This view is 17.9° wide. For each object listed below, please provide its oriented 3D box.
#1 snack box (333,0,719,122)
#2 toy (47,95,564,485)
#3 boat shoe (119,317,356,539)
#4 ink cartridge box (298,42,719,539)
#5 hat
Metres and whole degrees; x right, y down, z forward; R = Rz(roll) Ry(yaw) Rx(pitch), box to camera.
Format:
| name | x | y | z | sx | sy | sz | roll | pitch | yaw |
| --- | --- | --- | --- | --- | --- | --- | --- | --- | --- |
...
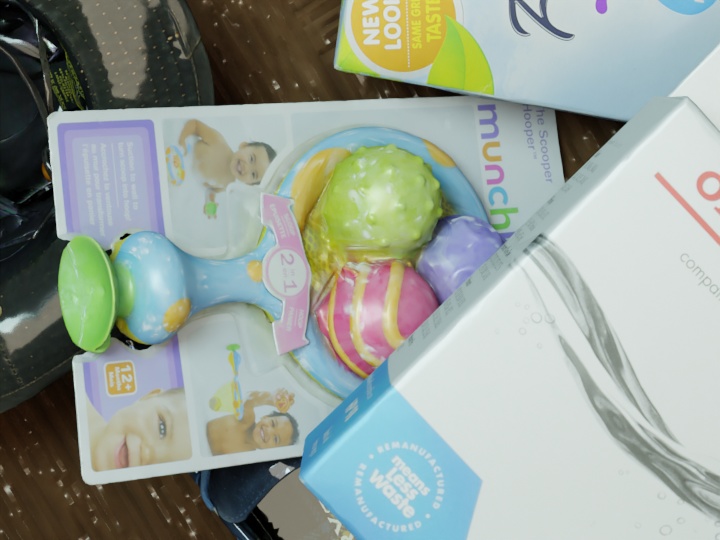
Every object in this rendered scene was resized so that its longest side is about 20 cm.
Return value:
| name | x | y | z | sx | sy | sz | roll | pitch | yaw |
| --- | --- | --- | --- | --- | --- | --- | --- | --- | --- |
| snack box | 0.100 | -0.135 | 0.769 | 0.198 | 0.068 | 0.170 | 9 | 101 | 0 |
| toy | 0.000 | 0.000 | 0.742 | 0.198 | 0.047 | 0.116 | -5 | 88 | -30 |
| boat shoe | -0.019 | 0.060 | 0.787 | 0.084 | 0.069 | 0.200 | -40 | 92 | 2 |
| ink cartridge box | 0.090 | 0.028 | 0.688 | 0.200 | 0.067 | 0.116 | -45 | 92 | 4 |
| hat | -0.145 | -0.047 | 0.771 | 0.199 | 0.081 | 0.203 | -1 | 102 | -3 |
